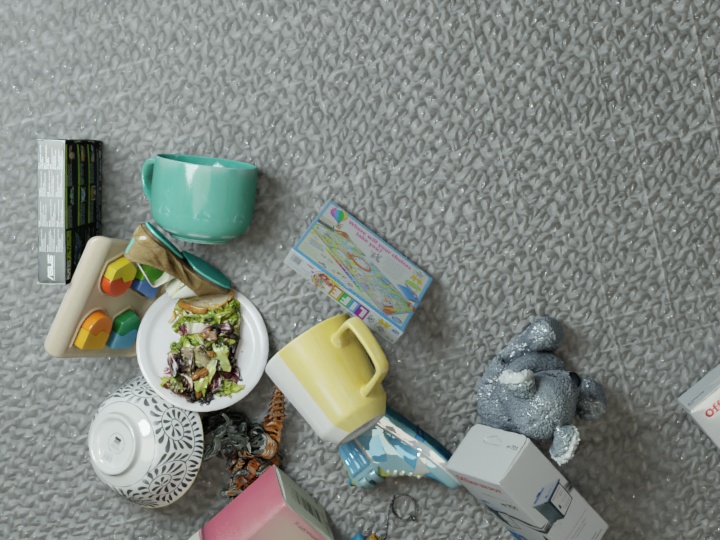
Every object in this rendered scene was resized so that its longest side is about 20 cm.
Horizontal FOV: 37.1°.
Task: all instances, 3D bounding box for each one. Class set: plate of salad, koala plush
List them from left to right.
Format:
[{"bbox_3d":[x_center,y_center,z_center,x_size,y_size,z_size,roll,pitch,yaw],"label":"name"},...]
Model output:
[{"bbox_3d":[-0.235,0.110,1.606,0.198,0.048,0.202,3,71,-10],"label":"plate of salad"},{"bbox_3d":[0.258,0.191,1.554,0.183,0.200,0.178,-34,95,6],"label":"koala plush"}]

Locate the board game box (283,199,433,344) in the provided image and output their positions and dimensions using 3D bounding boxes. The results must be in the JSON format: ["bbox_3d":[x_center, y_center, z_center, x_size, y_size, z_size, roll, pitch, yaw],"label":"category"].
[{"bbox_3d":[0.000,0.000,1.578,0.199,0.135,0.034,37,134,-2],"label":"board game box"}]

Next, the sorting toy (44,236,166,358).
[{"bbox_3d":[-0.353,0.046,1.567,0.036,0.200,0.187,28,97,25],"label":"sorting toy"}]

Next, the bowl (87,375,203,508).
[{"bbox_3d":[-0.341,0.255,1.595,0.199,0.094,0.203,-3,83,27],"label":"bowl"}]

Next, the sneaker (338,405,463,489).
[{"bbox_3d":[0.056,0.300,1.637,0.199,0.080,0.131,35,95,7],"label":"sneaker"}]

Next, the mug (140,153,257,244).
[{"bbox_3d":[-0.236,-0.106,1.575,0.150,0.185,0.116,3,100,-23],"label":"mug"}]

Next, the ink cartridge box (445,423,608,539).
[{"bbox_3d":[0.242,0.327,1.565,0.200,0.146,0.086,45,72,-20],"label":"ink cartridge box"}]

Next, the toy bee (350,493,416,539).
[{"bbox_3d":[0.003,0.440,1.638,0.130,0.109,0.202,17,97,2],"label":"toy bee"}]

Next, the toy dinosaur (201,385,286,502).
[{"bbox_3d":[-0.172,0.259,1.643,0.135,0.102,0.202,23,84,-22],"label":"toy dinosaur"}]

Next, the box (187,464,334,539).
[{"bbox_3d":[-0.154,0.418,1.622,0.200,0.109,0.128,-42,117,6],"label":"box"}]

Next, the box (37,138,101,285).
[{"bbox_3d":[-0.418,-0.089,1.548,0.047,0.193,0.202,2,98,3],"label":"box"}]

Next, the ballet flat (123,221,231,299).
[{"bbox_3d":[-0.272,0.001,1.562,0.072,0.200,0.068,-45,52,5],"label":"ballet flat"}]

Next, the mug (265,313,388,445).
[{"bbox_3d":[-0.039,0.163,1.550,0.149,0.187,0.154,-31,76,-10],"label":"mug"}]

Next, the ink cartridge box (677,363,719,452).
[{"bbox_3d":[0.598,0.229,1.605,0.146,0.084,0.200,-41,94,6],"label":"ink cartridge box"}]
